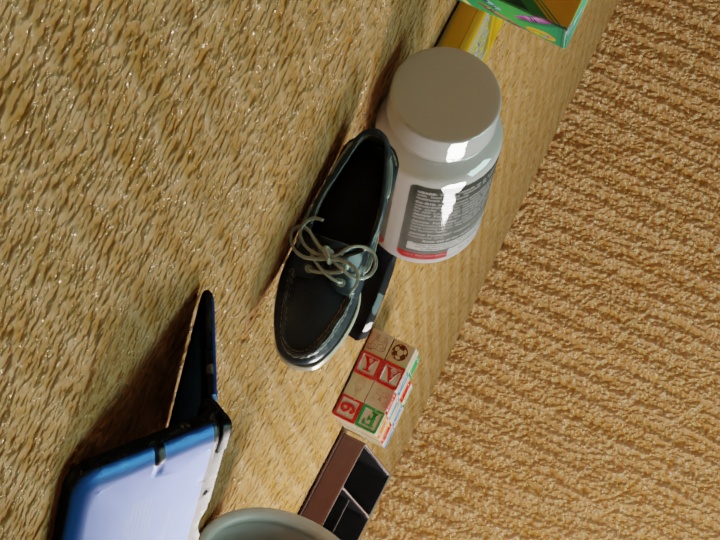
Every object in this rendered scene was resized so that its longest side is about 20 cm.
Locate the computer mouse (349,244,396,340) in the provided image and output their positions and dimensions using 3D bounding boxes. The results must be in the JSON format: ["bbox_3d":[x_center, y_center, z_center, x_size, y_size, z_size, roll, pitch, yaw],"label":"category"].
[{"bbox_3d":[0.000,0.000,1.845,0.200,0.052,0.140,-74,-173,-69],"label":"computer mouse"}]

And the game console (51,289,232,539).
[{"bbox_3d":[-0.159,0.137,1.309,0.170,0.118,0.201,-19,143,-34],"label":"game console"}]

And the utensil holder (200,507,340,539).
[{"bbox_3d":[-0.101,0.352,1.804,0.170,0.169,0.201,-53,166,-56],"label":"utensil holder"}]

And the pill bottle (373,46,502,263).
[{"bbox_3d":[0.065,-0.101,1.705,0.114,0.113,0.201,-61,171,-27],"label":"pill bottle"}]

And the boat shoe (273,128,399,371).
[{"bbox_3d":[-0.019,-0.019,1.552,0.062,0.074,0.201,91,24,-75],"label":"boat shoe"}]

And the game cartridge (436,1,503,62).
[{"bbox_3d":[0.103,-0.214,1.914,0.201,0.032,0.177,-62,172,-18],"label":"game cartridge"}]

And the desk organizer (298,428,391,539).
[{"bbox_3d":[-0.034,0.312,2.445,0.201,0.076,0.072,-62,172,-24],"label":"desk organizer"}]

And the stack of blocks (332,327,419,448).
[{"bbox_3d":[0.024,0.148,2.392,0.200,0.058,0.116,69,46,-79],"label":"stack of blocks"}]

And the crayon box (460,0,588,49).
[{"bbox_3d":[0.177,-0.319,1.765,0.201,0.118,0.058,-64,172,-10],"label":"crayon box"}]
